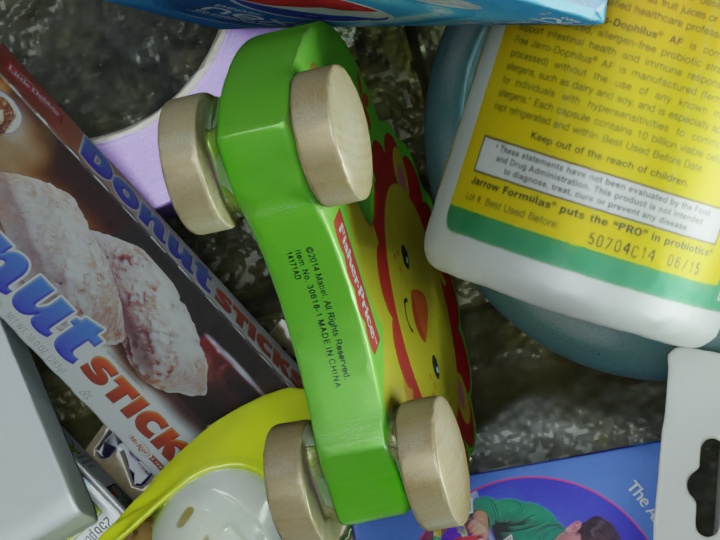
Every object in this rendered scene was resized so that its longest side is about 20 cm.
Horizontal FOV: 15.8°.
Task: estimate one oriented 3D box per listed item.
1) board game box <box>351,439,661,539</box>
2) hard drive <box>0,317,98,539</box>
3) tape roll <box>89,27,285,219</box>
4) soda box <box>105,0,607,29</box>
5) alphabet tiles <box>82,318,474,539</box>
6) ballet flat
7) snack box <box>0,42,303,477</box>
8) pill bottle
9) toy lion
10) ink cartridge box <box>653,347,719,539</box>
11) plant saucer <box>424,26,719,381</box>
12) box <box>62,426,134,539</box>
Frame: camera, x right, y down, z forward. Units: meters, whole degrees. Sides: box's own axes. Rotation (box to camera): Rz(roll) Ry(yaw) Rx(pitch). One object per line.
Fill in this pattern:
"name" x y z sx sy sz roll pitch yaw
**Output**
"board game box" 0.077 0.176 1.008 0.134 0.045 0.200 -10 74 -1
"hard drive" -0.216 0.089 1.040 0.200 0.027 0.132 -29 67 9
"tape roll" -0.115 -0.116 1.046 0.200 0.066 0.200 0 90 4
"soda box" -0.004 -0.124 0.916 0.200 0.064 0.068 5 87 47
"alphabet tiles" -0.051 0.128 1.067 0.167 0.008 0.200 36 91 4
"ballet flat" -0.079 0.125 0.995 0.200 0.067 0.067 -39 103 2
"snack box" -0.104 0.004 1.010 0.072 0.024 0.200 -34 113 20
"pill bottle" 0.103 -0.082 0.927 0.113 0.113 0.200 17 93 4
"toy lion" 0.000 0.000 0.956 0.069 0.192 0.200 -12 110 14
"ink cartridge box" 0.198 0.108 0.984 0.200 0.067 0.117 13 65 -8
"plant saucer" 0.116 -0.058 0.994 0.200 0.027 0.200 -1 87 18
"box" -0.164 0.164 1.053 0.200 0.035 0.110 -45 87 2
